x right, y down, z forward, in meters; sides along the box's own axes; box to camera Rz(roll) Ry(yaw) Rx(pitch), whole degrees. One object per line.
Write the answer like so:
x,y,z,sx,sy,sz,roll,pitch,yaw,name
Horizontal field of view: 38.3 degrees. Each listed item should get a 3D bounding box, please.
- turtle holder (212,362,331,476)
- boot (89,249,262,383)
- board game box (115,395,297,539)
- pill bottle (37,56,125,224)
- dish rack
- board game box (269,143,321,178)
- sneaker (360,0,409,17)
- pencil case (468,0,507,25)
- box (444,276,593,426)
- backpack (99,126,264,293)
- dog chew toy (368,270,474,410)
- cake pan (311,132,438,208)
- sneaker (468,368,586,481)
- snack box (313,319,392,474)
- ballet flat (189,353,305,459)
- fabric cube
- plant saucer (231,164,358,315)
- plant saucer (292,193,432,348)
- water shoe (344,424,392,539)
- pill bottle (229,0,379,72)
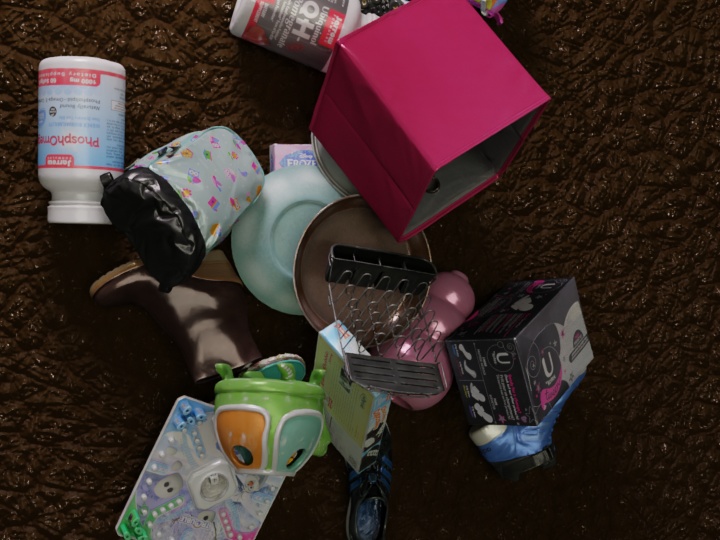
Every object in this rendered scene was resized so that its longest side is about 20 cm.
-0.112,0.191,1.309,0.138,0.186,0.134,1,78,4,turtle holder
-0.237,0.065,1.346,0.197,0.072,0.169,-13,71,-22,boot
-0.193,0.286,1.369,0.198,0.026,0.202,24,95,-32,board game box
-0.352,-0.161,1.311,0.107,0.109,0.204,0,91,-15,pill bottle
0.036,0.065,1.289,0.151,0.055,0.202,8,45,-22,dish rack
-0.027,-0.073,1.440,0.197,0.041,0.203,-2,92,-16,board game box
0.086,-0.341,1.459,0.197,0.073,0.073,22,115,-4,sneaker
0.128,-0.426,1.452,0.198,0.088,0.090,24,86,-13,pencil case
0.224,0.110,1.425,0.199,0.113,0.134,-34,112,-47,box
-0.213,-0.092,1.311,0.168,0.125,0.200,60,35,-16,backpack
0.093,0.090,1.442,0.124,0.124,0.202,34,76,-14,dog chew toy
0.032,-0.180,1.415,0.197,0.037,0.203,6,67,-13,cake pan
0.265,0.223,1.511,0.199,0.077,0.112,-36,95,-7,sneaker
-0.016,0.169,1.355,0.037,0.201,0.116,-30,61,-27,snack box
-0.164,0.173,1.397,0.199,0.064,0.076,-38,121,-11,ballet flat
0.079,-0.195,1.303,0.195,0.201,0.200,-33,76,-24,fabric cube
-0.073,-0.041,1.386,0.197,0.039,0.205,0,92,-15,plant saucer
0.000,0.000,1.373,0.197,0.034,0.204,-2,96,-21,plant saucer
0.019,0.294,1.445,0.070,0.079,0.204,-2,92,-16,water shoe
-0.066,-0.332,1.384,0.197,0.111,0.112,19,87,-15,pill bottle
